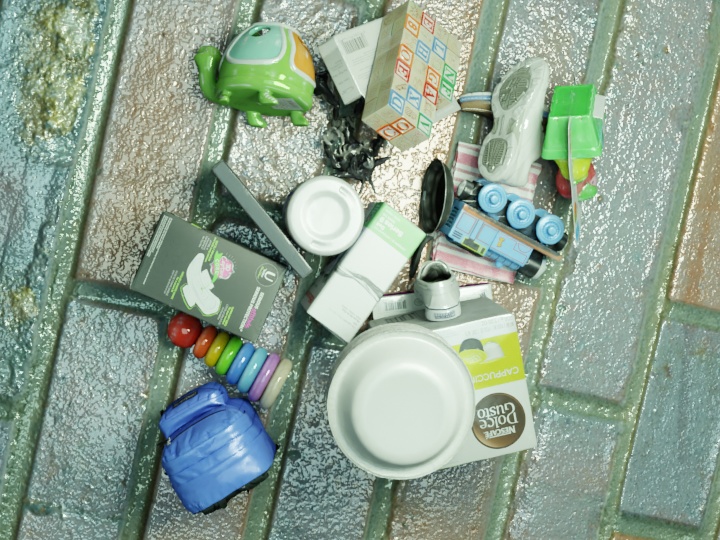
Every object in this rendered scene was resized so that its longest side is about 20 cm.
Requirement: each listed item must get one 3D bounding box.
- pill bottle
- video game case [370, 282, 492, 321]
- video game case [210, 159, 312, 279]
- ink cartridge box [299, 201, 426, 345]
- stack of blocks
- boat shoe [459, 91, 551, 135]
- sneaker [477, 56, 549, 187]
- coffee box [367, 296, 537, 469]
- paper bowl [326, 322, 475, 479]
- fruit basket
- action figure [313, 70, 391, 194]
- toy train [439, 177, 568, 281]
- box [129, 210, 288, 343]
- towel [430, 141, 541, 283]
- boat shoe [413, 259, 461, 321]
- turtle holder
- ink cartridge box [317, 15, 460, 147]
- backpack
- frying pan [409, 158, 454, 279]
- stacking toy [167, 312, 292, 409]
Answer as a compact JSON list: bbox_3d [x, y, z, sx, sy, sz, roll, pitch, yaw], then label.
[{"bbox_3d":[-0.059,-0.081,1.481,0.110,0.200,0.114,0,93,-6],"label":"pill bottle"},{"bbox_3d":[0.119,0.120,1.598,0.197,0.036,0.184,-7,95,-6],"label":"video game case"},{"bbox_3d":[-0.145,-0.077,1.480,0.025,0.181,0.201,-40,97,-2],"label":"video game case"},{"bbox_3d":[0.000,0.000,1.521,0.084,0.146,0.201,36,89,-8],"label":"ink cartridge box"},{"bbox_3d":[0.077,-0.274,1.452,0.115,0.058,0.202,32,54,-31],"label":"stack of blocks"},{"bbox_3d":[0.247,-0.232,1.575,0.197,0.072,0.073,10,94,-8],"label":"boat shoe"},{"bbox_3d":[0.244,-0.220,1.519,0.099,0.077,0.202,20,90,-45],"label":"sneaker"},{"bbox_3d":[0.129,0.165,1.484,0.197,0.200,0.200,-11,96,-4],"label":"coffee box"},{"bbox_3d":[0.054,0.176,1.327,0.198,0.104,0.204,0,95,-3],"label":"paper bowl"},{"bbox_3d":[0.330,-0.168,1.505,0.093,0.186,0.202,-6,122,21],"label":"fruit basket"},{"bbox_3d":[-0.011,-0.212,1.531,0.118,0.102,0.202,-20,94,-17],"label":"action figure"},{"bbox_3d":[0.224,-0.062,1.554,0.198,0.087,0.115,27,98,-13],"label":"toy train"},{"bbox_3d":[-0.222,0.008,1.492,0.198,0.149,0.126,25,89,-7],"label":"box"},{"bbox_3d":[0.201,-0.091,1.599,0.145,0.030,0.203,13,92,-8],"label":"towel"},{"bbox_3d":[0.117,0.016,1.506,0.073,0.200,0.066,-10,105,-4],"label":"boat shoe"},{"bbox_3d":[-0.150,-0.293,1.502,0.140,0.184,0.134,16,79,-41],"label":"turtle holder"},{"bbox_3d":[0.046,-0.285,1.501,0.199,0.044,0.178,-33,98,-45],"label":"ink cartridge box"},{"bbox_3d":[-0.222,0.263,1.483,0.162,0.200,0.169,-35,97,-3],"label":"backpack"},{"bbox_3d":[0.113,-0.076,1.548,0.031,0.115,0.193,4,94,-15],"label":"frying pan"},{"bbox_3d":[-0.208,0.131,1.542,0.198,0.085,0.086,29,90,-2],"label":"stacking toy"}]
